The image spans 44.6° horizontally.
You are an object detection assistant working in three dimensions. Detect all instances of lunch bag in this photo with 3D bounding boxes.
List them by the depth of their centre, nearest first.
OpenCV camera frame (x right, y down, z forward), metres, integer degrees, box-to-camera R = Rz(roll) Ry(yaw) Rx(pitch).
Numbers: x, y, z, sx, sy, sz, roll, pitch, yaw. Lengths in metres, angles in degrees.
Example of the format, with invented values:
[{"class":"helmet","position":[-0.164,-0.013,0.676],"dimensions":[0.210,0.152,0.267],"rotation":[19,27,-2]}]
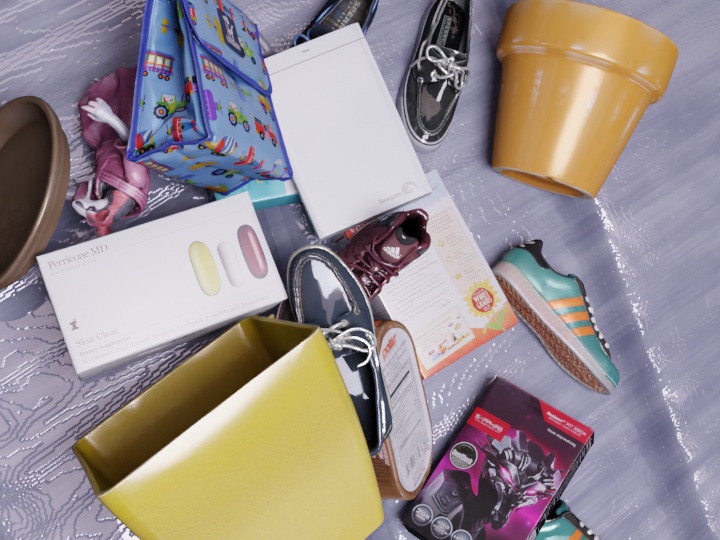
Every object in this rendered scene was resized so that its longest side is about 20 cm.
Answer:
[{"class":"lunch bag","position":[-0.147,-0.191,0.849],"dimensions":[0.094,0.151,0.200],"rotation":[-10,78,24]}]

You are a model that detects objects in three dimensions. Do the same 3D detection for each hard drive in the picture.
[{"class":"hard drive","position":[-0.023,-0.148,0.936],"dimensions":[0.132,0.027,0.200],"rotation":[-23,88,-6]}]

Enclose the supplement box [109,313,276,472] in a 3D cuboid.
[{"class":"supplement box","position":[-0.132,0.157,0.877],"dimensions":[0.200,0.103,0.131],"rotation":[-38,93,-20]}]

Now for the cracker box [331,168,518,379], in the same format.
[{"class":"cracker box","position":[0.070,0.005,0.987],"dimensions":[0.134,0.058,0.200],"rotation":[-28,91,-18]}]

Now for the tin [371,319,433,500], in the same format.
[{"class":"tin","position":[0.033,0.145,0.910],"dimensions":[0.112,0.042,0.200],"rotation":[-50,131,-58]}]

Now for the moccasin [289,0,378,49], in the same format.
[{"class":"moccasin","position":[-0.041,-0.257,0.991],"dimensions":[0.080,0.068,0.200],"rotation":[26,76,-11]}]

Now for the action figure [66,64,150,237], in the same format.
[{"class":"action figure","position":[-0.237,-0.108,0.880],"dimensions":[0.149,0.134,0.200],"rotation":[25,49,-37]}]

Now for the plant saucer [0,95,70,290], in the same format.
[{"class":"plant saucer","position":[-0.333,-0.067,0.823],"dimensions":[0.029,0.200,0.200],"rotation":[23,72,-46]}]

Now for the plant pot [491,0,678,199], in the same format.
[{"class":"plant pot","position":[0.238,-0.187,1.013],"dimensions":[0.200,0.200,0.183],"rotation":[17,93,-13]}]

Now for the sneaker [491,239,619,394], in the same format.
[{"class":"sneaker","position":[0.242,0.051,1.016],"dimensions":[0.080,0.071,0.200],"rotation":[-41,93,-15]}]

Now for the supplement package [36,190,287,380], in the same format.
[{"class":"supplement package","position":[-0.194,0.018,0.853],"dimensions":[0.200,0.156,0.111],"rotation":[-20,87,-18]}]

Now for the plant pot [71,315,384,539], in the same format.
[{"class":"plant pot","position":[-0.097,0.170,0.738],"dimensions":[0.200,0.200,0.176],"rotation":[-37,103,-19]}]

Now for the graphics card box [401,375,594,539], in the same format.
[{"class":"graphics card box","position":[0.151,0.227,0.950],"dimensions":[0.125,0.051,0.200],"rotation":[30,72,25]}]

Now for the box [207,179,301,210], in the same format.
[{"class":"box","position":[-0.072,-0.119,0.969],"dimensions":[0.200,0.049,0.082],"rotation":[-13,85,-18]}]

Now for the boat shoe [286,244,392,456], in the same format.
[{"class":"boat shoe","position":[-0.020,0.075,0.802],"dimensions":[0.075,0.062,0.200],"rotation":[-13,101,3]}]

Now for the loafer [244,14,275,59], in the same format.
[{"class":"loafer","position":[-0.178,-0.283,0.956],"dimensions":[0.063,0.072,0.200],"rotation":[-45,96,-12]}]

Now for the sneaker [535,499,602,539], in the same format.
[{"class":"sneaker","position":[0.236,0.303,0.981],"dimensions":[0.200,0.071,0.080],"rotation":[21,80,-11]}]

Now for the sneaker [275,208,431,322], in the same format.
[{"class":"sneaker","position":[0.000,0.000,0.857],"dimensions":[0.076,0.116,0.200],"rotation":[44,58,-8]}]

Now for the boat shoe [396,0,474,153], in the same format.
[{"class":"boat shoe","position":[0.097,-0.238,1.030],"dimensions":[0.074,0.068,0.200],"rotation":[20,76,-12]}]
